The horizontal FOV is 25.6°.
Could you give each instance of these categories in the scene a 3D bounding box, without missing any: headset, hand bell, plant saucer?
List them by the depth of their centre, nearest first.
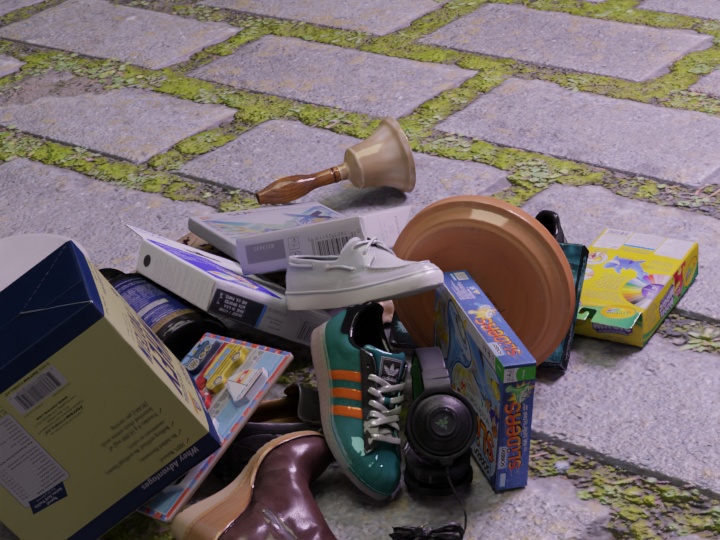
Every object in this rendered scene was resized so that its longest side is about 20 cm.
[{"bbox_3d":[0.059,0.165,1.466,0.094,0.124,0.200,-6,50,-5],"label":"headset"},{"bbox_3d":[0.120,0.021,1.629,0.200,0.200,0.032,6,26,23],"label":"plant saucer"},{"bbox_3d":[-0.040,-0.123,2.050,0.200,0.104,0.104,-18,30,-17],"label":"hand bell"}]

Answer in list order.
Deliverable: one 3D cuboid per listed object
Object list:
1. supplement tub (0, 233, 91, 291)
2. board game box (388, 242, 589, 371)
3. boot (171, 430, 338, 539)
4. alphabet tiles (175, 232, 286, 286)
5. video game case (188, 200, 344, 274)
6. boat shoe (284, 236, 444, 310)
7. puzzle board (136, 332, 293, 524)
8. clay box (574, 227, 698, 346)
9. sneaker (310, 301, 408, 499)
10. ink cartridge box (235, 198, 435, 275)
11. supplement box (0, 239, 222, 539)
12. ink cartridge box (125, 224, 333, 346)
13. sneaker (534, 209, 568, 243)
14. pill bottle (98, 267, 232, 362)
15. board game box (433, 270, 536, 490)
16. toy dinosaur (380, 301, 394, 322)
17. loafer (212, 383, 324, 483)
[{"bbox_3d":[-0.331,0.078,1.619,0.145,0.200,0.145,-5,28,2],"label":"supplement tub"},{"bbox_3d":[0.136,0.029,1.708,0.200,0.135,0.028,7,-14,24],"label":"board game box"},{"bbox_3d":[-0.051,0.234,1.431,0.166,0.072,0.200,29,41,31],"label":"boot"},{"bbox_3d":[-0.134,-0.030,1.992,0.200,0.008,0.167,15,35,36],"label":"alphabet tiles"},{"bbox_3d":[-0.087,-0.043,1.935,0.182,0.022,0.200,-9,21,-29],"label":"video game case"},{"bbox_3d":[0.000,0.000,1.614,0.072,0.069,0.200,-8,0,-42],"label":"boat shoe"},{"bbox_3d":[-0.167,0.145,1.529,0.151,0.017,0.200,8,55,52],"label":"puzzle board"},{"bbox_3d":[0.286,0.022,1.758,0.115,0.048,0.200,11,33,30],"label":"clay box"},{"bbox_3d":[0.008,0.118,1.520,0.071,0.080,0.200,18,44,-42],"label":"sneaker"},{"bbox_3d":[-0.021,-0.038,1.781,0.161,0.050,0.200,-10,1,27],"label":"ink cartridge box"},{"bbox_3d":[-0.273,0.123,1.455,0.200,0.200,0.134,-36,31,1],"label":"supplement box"},{"bbox_3d":[-0.142,0.020,1.747,0.198,0.043,0.200,20,6,-41],"label":"ink cartridge box"},{"bbox_3d":[0.164,-0.010,1.804,0.077,0.084,0.200,14,35,36],"label":"sneaker"},{"bbox_3d":[-0.232,0.068,1.712,0.112,0.112,0.200,-24,33,-30],"label":"pill bottle"},{"bbox_3d":[0.117,0.103,1.545,0.034,0.135,0.200,-6,26,-14],"label":"board game box"},{"bbox_3d":[0.033,0.025,1.819,0.101,0.058,0.200,24,46,21],"label":"toy dinosaur"},{"bbox_3d":[-0.055,0.146,1.569,0.200,0.072,0.073,-19,29,-24],"label":"loafer"}]
